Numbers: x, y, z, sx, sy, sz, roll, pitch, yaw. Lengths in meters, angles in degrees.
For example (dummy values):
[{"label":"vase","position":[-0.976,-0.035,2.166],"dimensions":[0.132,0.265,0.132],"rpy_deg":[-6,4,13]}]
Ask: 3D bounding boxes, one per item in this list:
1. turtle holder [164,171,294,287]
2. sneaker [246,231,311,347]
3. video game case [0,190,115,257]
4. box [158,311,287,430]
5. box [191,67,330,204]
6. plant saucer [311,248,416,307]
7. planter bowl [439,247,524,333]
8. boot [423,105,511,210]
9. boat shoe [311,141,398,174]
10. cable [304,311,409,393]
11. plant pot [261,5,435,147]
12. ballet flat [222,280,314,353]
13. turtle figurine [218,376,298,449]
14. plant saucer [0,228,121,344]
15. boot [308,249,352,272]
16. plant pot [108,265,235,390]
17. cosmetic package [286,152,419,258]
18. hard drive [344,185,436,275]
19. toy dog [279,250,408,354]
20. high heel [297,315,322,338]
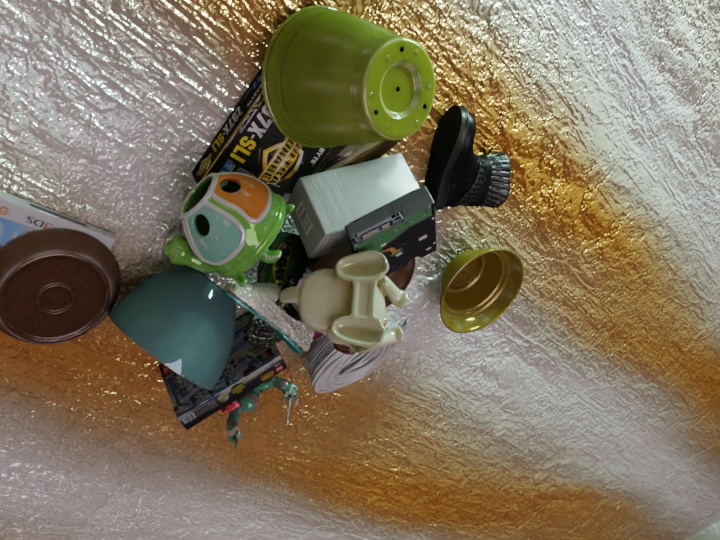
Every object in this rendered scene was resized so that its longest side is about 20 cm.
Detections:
[{"label":"turtle holder","position":[-0.197,-0.069,1.096],"dimensions":[0.131,0.184,0.143],"rpy_deg":[37,65,-30]},{"label":"sneaker","position":[-0.143,0.033,1.262],"dimensions":[0.077,0.085,0.203],"rpy_deg":[19,93,-32]},{"label":"video game case","position":[-0.485,0.000,1.091],"dimensions":[0.181,0.022,0.201],"rpy_deg":[23,109,-41]},{"label":"box","position":[-0.239,0.166,1.293],"dimensions":[0.198,0.137,0.040],"rpy_deg":[-31,135,-7]},{"label":"box","position":[-0.139,-0.184,1.149],"dimensions":[0.159,0.049,0.201],"rpy_deg":[27,106,-41]},{"label":"plant saucer","position":[0.000,0.000,1.302],"dimensions":[0.197,0.037,0.203],"rpy_deg":[-14,133,-15]},{"label":"planter bowl","position":[0.226,0.021,1.512],"dimensions":[0.197,0.084,0.203],"rpy_deg":[-16,130,-20]},{"label":"boot","position":[0.204,-0.199,1.329],"dimensions":[0.155,0.080,0.213],"rpy_deg":[-6,137,-20]},{"label":"boat shoe","position":[-0.021,-0.191,1.208],"dimensions":[0.198,0.066,0.073],"rpy_deg":[-31,166,15]},{"label":"cable","position":[-0.016,0.152,1.430],"dimensions":[0.198,0.070,0.201],"rpy_deg":[-24,156,-27]},{"label":"plant pot","position":[-0.004,-0.257,1.036],"dimensions":[0.198,0.192,0.204],"rpy_deg":[-15,115,-35]},{"label":"ballet flat","position":[-0.138,0.059,1.185],"dimensions":[0.072,0.072,0.200],"rpy_deg":[-41,132,3]},{"label":"turtle figurine","position":[-0.185,0.222,1.331],"dimensions":[0.148,0.200,0.102],"rpy_deg":[-28,105,4]},{"label":"plant saucer","position":[-0.449,0.034,1.101],"dimensions":[0.197,0.035,0.203],"rpy_deg":[-18,130,-22]},{"label":"boot","position":[0.002,-0.031,1.351],"dimensions":[0.198,0.071,0.147],"rpy_deg":[24,115,-40]},{"label":"plant pot","position":[-0.272,0.072,1.175],"dimensions":[0.136,0.199,0.200],"rpy_deg":[-54,135,-6]},{"label":"cosmetic package","position":[-0.004,-0.105,1.190],"dimensions":[0.197,0.108,0.090],"rpy_deg":[-15,160,-30]},{"label":"hard drive","position":[0.052,-0.051,1.180],"dimensions":[0.138,0.038,0.200],"rpy_deg":[-27,161,-2]},{"label":"toy dog","position":[-0.018,0.072,1.181],"dimensions":[0.190,0.142,0.200],"rpy_deg":[-8,164,9]},{"label":"high heel","position":[-0.053,0.062,1.378],"dimensions":[0.198,0.068,0.097],"rpy_deg":[-15,142,-42]}]
